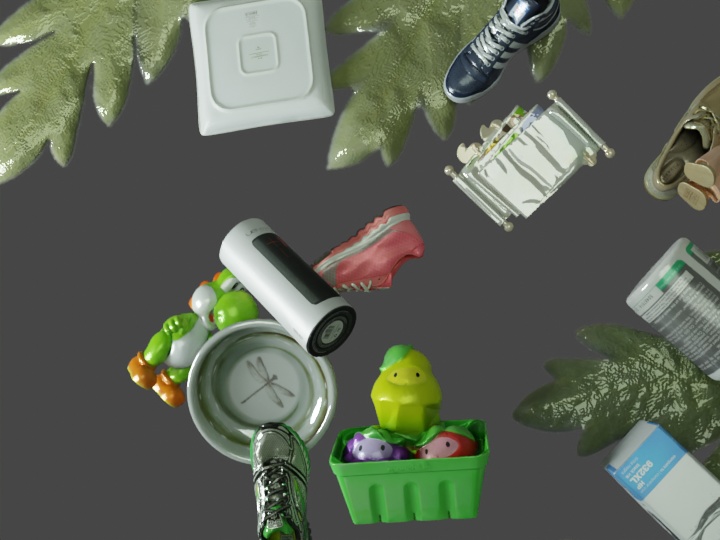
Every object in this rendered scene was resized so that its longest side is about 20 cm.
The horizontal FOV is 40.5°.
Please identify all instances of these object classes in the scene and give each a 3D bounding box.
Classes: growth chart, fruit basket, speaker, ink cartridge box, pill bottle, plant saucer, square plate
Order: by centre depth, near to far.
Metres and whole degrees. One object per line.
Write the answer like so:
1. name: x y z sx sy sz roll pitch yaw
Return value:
1. ink cartridge box: 0.398 0.283 1.184 0.200 0.145 0.084 44 90 10
2. pill bottle: 0.444 0.064 1.225 0.200 0.113 0.113 43 89 11
3. fruit basket: 0.063 0.203 1.245 0.212 0.156 0.219 1 100 5
4. speaker: -0.096 0.019 1.251 0.081 0.081 0.200 -46 57 -1
5. plant saucer: -0.129 0.156 1.295 0.197 0.050 0.203 0 103 -1
6. growth chart: 0.226 -0.154 1.329 0.199 0.018 0.145 -38 79 1
7. square plate: -0.144 -0.304 1.388 0.197 0.028 0.201 -8 82 5

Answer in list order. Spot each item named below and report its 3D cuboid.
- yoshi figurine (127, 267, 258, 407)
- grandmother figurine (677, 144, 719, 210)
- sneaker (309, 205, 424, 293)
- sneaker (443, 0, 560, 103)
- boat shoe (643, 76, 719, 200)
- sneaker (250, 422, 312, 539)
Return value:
1. yoshi figurine: -0.211 0.089 1.308 0.112 0.112 0.201 39 86 1
2. grandmother figurine: 0.489 -0.152 1.251 0.199 0.122 0.061 -35 66 -23
3. sneaker: 0.000 0.000 1.307 0.199 0.074 0.087 -37 81 1
4. sneaker: 0.188 -0.314 1.308 0.200 0.109 0.070 -41 79 0
5. boat shoe: 0.449 -0.181 1.282 0.072 0.065 0.201 40 88 10
6. sneaker: -0.099 0.294 1.255 0.077 0.085 0.203 -9 94 3
